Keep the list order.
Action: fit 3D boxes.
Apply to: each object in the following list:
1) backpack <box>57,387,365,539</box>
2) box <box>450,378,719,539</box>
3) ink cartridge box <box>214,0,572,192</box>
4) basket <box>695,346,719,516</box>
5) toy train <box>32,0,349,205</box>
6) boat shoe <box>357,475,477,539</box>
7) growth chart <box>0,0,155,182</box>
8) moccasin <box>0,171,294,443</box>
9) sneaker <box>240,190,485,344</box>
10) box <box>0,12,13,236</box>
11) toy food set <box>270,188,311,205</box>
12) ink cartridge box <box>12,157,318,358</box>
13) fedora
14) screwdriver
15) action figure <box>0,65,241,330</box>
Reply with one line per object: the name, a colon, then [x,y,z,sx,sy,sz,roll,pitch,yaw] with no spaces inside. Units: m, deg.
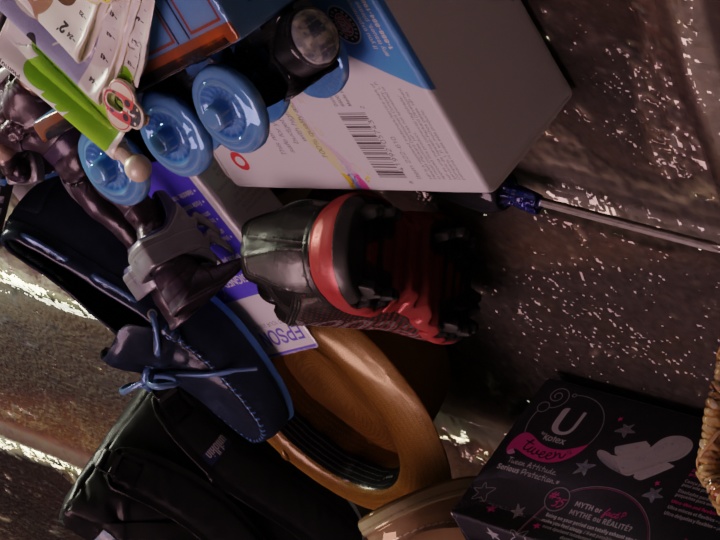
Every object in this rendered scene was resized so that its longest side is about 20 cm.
backpack: [-0.092,0.171,1.729,0.200,0.163,0.154,32,161,1]
box: [0.177,0.161,1.406,0.200,0.115,0.132,15,145,41]
ink cartridge box: [-0.014,-0.119,1.264,0.200,0.085,0.145,3,134,47]
basket: [0.258,0.086,1.166,0.200,0.143,0.149,16,145,38]
toy train: [-0.089,-0.108,1.196,0.200,0.087,0.114,-19,104,51]
boat shoe: [0.076,0.167,1.487,0.071,0.065,0.200,-29,156,31]
growth chart: [-0.139,-0.154,1.140,0.145,0.018,0.200,35,136,27]
moccasin: [-0.128,0.033,1.430,0.200,0.068,0.080,43,150,3]
sneaker: [0.000,0.000,1.357,0.098,0.071,0.200,0,172,26]
box: [-0.270,-0.121,1.466,0.200,0.050,0.199,38,122,34]
toy food set: [-0.111,-0.104,1.444,0.198,0.049,0.200,51,151,-20]
ink cartridge box: [-0.120,-0.030,1.454,0.200,0.043,0.198,54,149,-13]
fedora: [-0.004,0.062,1.518,0.200,0.082,0.201,30,150,19]
screwdriver: [0.106,-0.030,1.299,0.200,0.029,0.028,22,148,40]
action figure: [-0.148,-0.059,1.349,0.200,0.069,0.130,49,150,-2]
